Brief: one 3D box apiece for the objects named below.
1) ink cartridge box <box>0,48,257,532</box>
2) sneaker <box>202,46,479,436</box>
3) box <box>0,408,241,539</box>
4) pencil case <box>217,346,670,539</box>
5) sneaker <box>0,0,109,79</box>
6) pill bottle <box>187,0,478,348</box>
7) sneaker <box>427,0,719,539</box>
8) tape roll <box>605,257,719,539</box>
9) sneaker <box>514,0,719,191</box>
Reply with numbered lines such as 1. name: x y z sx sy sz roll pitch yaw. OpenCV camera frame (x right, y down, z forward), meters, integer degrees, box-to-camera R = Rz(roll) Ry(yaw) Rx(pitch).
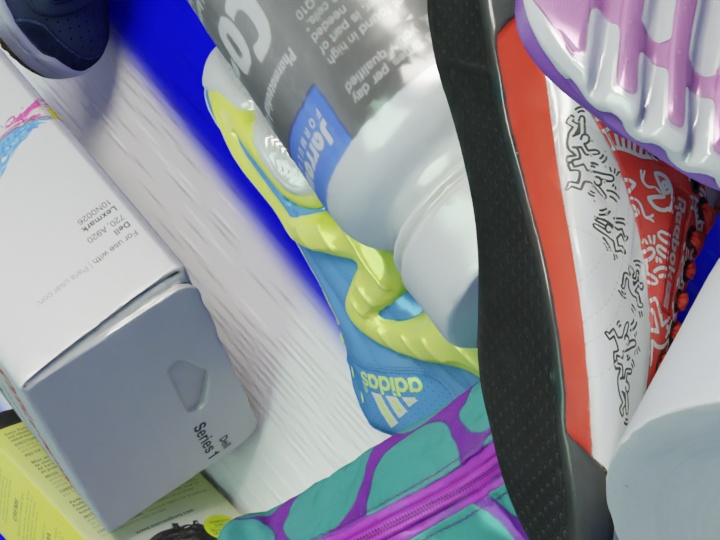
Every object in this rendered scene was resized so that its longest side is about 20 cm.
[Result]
1. ink cartridge box: -0.143 -0.006 1.132 0.200 0.084 0.145 48 169 29
2. sneaker: 0.000 0.000 1.005 0.200 0.076 0.105 47 137 30
3. box: -0.090 0.129 1.175 0.200 0.075 0.050 39 134 36
4. pencil case: 0.034 0.087 0.922 0.200 0.092 0.085 -36 65 39
5. sneaker: -0.113 -0.164 1.090 0.108 0.070 0.200 -1 130 21
6. pill bottle: 0.016 -0.079 0.920 0.200 0.114 0.114 56 140 22
7. sneaker: 0.090 -0.013 0.810 0.067 0.108 0.202 141 123 -67
8. tape roll: 0.171 0.071 0.729 0.202 0.071 0.203 26 152 14
9. sneaker: 0.130 -0.035 0.763 0.088 0.200 0.081 132 160 -67
